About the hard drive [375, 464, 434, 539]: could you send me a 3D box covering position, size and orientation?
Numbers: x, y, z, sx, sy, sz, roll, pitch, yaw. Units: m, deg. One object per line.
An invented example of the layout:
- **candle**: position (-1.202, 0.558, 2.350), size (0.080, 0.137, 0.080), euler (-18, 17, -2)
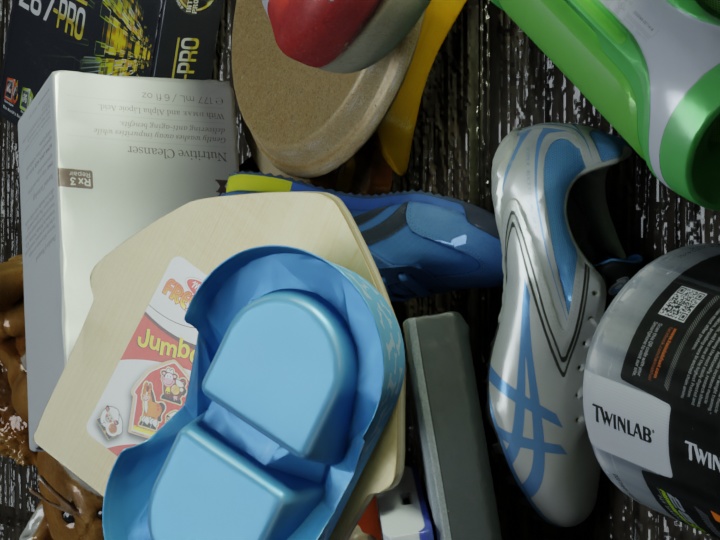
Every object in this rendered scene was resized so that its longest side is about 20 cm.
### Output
- **hard drive**: position (0.035, 0.212, 1.339), size (0.132, 0.025, 0.201), euler (-104, 5, -80)

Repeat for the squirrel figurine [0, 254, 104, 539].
- **squirrel figurine**: position (-0.179, 0.081, 1.673), size (0.200, 0.141, 0.188), euler (-175, 74, -70)

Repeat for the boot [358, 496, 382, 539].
- **boot**: position (-0.021, 0.171, 1.438), size (0.075, 0.107, 0.201), euler (-38, 59, 52)

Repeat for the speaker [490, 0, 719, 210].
- **speaker**: position (0.126, -0.115, 1.223), size (0.200, 0.088, 0.089), euler (52, 132, 41)

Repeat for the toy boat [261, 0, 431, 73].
- **toy boat**: position (-0.035, -0.193, 1.317), size (0.131, 0.130, 0.200), euler (-53, 40, 27)

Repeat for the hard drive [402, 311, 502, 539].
- **hard drive**: position (0.052, 0.130, 1.330), size (0.140, 0.033, 0.201), euler (83, 178, -79)

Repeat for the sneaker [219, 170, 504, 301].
- **sneaker**: position (0.000, 0.000, 1.379), size (0.199, 0.066, 0.079), euler (7, 65, 32)

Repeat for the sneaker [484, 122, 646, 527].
- **sneaker**: position (0.102, 0.029, 1.285), size (0.072, 0.072, 0.201), euler (3, 102, 30)

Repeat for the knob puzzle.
- **knob puzzle**: position (-0.054, 0.049, 1.333), size (0.218, 0.030, 0.221), euler (1, 93, 27)

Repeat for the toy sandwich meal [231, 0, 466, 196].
- **toy sandwich meal**: position (-0.002, -0.131, 1.436), size (0.205, 0.070, 0.206), euler (-25, 60, 53)

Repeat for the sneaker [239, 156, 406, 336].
- **sneaker**: position (-0.044, -0.011, 1.493), size (0.200, 0.075, 0.116), euler (-7, 84, 57)

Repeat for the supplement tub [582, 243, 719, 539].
- **supplement tub**: position (0.195, 0.065, 1.095), size (0.200, 0.122, 0.123), euler (21, 108, 55)

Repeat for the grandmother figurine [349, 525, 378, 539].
- **grandmother figurine**: position (-0.047, 0.164, 1.376), size (0.201, 0.121, 0.061), euler (60, 172, 20)

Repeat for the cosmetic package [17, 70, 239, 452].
- **cosmetic package**: position (-0.126, -0.001, 1.466), size (0.081, 0.112, 0.201), euler (137, 130, -59)

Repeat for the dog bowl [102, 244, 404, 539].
- **dog bowl**: position (-0.047, 0.082, 1.288), size (0.111, 0.050, 0.201), euler (32, 106, 21)

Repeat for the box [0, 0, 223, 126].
- **box**: position (-0.159, -0.148, 1.678), size (0.200, 0.049, 0.162), euler (33, 115, 51)
